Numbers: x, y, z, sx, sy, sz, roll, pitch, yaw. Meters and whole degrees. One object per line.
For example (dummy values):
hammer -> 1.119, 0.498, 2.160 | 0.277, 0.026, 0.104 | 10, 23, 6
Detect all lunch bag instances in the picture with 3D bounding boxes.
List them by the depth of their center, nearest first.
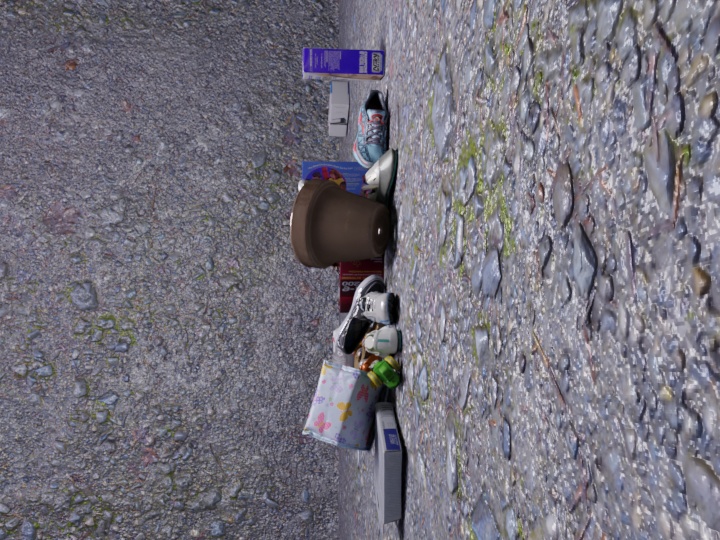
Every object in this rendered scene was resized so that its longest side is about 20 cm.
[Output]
lunch bag -> -0.013, 0.302, 1.407 | 0.200, 0.126, 0.171 | 38, -113, -57

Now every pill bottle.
pill bottle -> -0.022, 0.264, 1.772 | 0.111, 0.110, 0.202 | -119, 29, -80

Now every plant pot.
plant pot -> -0.032, -0.097, 1.399 | 0.200, 0.173, 0.202 | -26, -61, -60

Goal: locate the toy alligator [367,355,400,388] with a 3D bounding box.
toy alligator -> 0.052, 0.211, 1.299 | 0.054, 0.059, 0.200 | 49, 173, 2

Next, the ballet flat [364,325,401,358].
ballet flat -> 0.040, 0.149, 1.341 | 0.200, 0.069, 0.070 | 117, 153, -80

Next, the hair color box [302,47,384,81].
hair color box -> -0.044, -0.509, 1.590 | 0.109, 0.198, 0.065 | -120, 29, -80

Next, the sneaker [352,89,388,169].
sneaker -> 0.025, -0.329, 1.481 | 0.096, 0.079, 0.201 | 107, 163, -66

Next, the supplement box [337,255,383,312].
supplement box -> 0.000, 0.000, 1.561 | 0.061, 0.108, 0.202 | -125, 35, -81

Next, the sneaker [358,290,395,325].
sneaker -> 0.035, 0.079, 1.374 | 0.200, 0.072, 0.072 | 156, 116, -83

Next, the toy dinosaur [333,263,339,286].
toy dinosaur -> -0.033, 0.000, 1.668 | 0.102, 0.199, 0.136 | -53, 53, 46

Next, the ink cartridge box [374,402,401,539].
ink cartridge box -> 0.054, 0.399, 1.289 | 0.196, 0.043, 0.202 | -103, 12, -74

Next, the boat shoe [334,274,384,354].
boat shoe -> 0.004, 0.108, 1.504 | 0.201, 0.070, 0.066 | -58, 31, 9

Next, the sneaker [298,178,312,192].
sneaker -> -0.117, -0.130, 1.512 | 0.201, 0.087, 0.075 | 74, -148, -42

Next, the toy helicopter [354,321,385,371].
toy helicopter -> 0.018, 0.185, 1.562 | 0.200, 0.078, 0.133 | 116, 163, -50

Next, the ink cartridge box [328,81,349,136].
ink cartridge box -> -0.098, -0.721, 2.870 | 0.200, 0.084, 0.145 | 101, 169, -59

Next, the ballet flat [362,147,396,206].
ballet flat -> 0.038, -0.188, 1.404 | 0.200, 0.063, 0.068 | 99, 172, -56

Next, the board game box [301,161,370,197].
board game box -> -0.047, -0.201, 1.594 | 0.045, 0.198, 0.135 | 100, 170, -70
